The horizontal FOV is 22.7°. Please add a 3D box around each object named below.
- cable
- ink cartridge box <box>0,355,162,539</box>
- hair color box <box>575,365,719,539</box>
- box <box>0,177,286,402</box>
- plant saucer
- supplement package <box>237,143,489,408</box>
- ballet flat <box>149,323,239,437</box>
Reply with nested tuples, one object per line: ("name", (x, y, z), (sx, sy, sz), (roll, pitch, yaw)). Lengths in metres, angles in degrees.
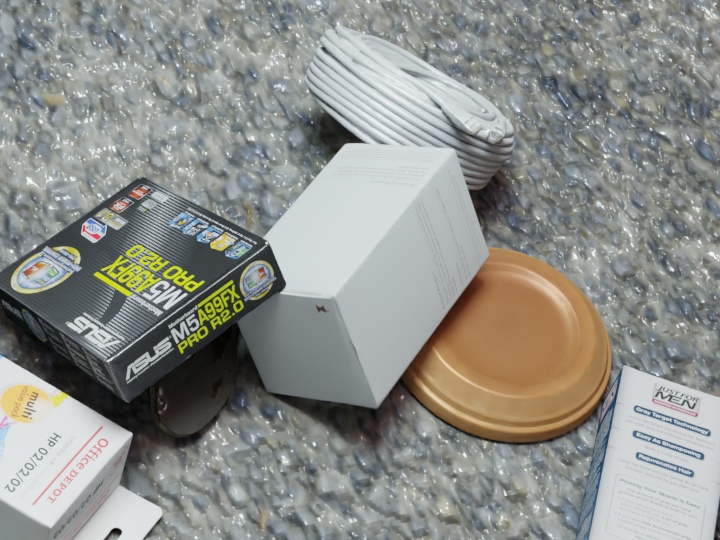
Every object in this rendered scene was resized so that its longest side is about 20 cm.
("cable", (0.046, -0.146, 1.601), (0.200, 0.069, 0.200), (32, 14, 12))
("ink cartridge box", (-0.251, 0.146, 1.336), (0.199, 0.068, 0.115), (29, 43, 9))
("hair color box", (0.234, 0.183, 1.445), (0.100, 0.061, 0.200), (19, 50, 0))
("box", (-0.178, 0.009, 1.409), (0.160, 0.044, 0.200), (-36, 36, -22))
("plant saucer", (0.123, 0.054, 1.535), (0.199, 0.038, 0.201), (7, 51, -9))
("supplement package", (0.000, 0.000, 1.469), (0.117, 0.117, 0.200), (6, 41, 35))
("ballet flat", (-0.131, 0.053, 1.470), (0.067, 0.046, 0.201), (35, 50, -27))
